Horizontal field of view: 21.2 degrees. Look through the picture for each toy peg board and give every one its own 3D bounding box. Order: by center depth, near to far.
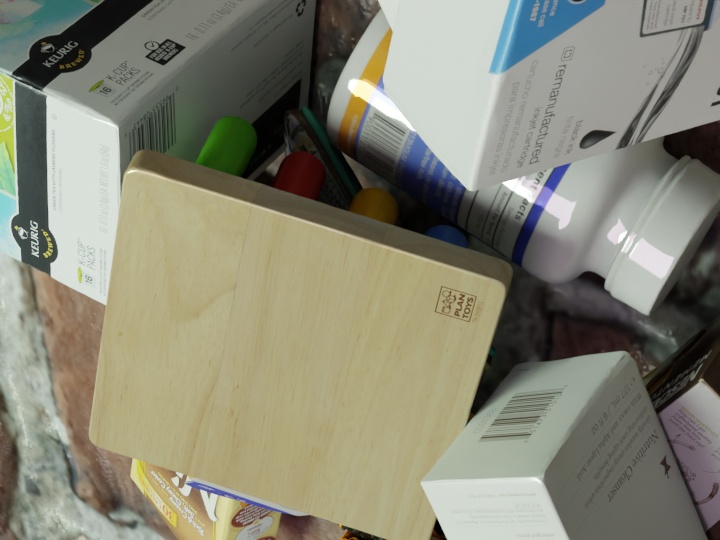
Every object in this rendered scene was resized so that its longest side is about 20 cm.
[{"bbox_3d":[-0.029,0.022,1.037,0.198,0.098,0.201,17,131,3],"label":"toy peg board"}]

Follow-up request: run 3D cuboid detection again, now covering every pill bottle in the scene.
[{"bbox_3d":[0.091,-0.064,1.021,0.199,0.112,0.112,32,136,12],"label":"pill bottle"}]

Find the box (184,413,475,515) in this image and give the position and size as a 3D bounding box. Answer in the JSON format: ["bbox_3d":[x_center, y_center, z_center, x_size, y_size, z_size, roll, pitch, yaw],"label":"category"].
[{"bbox_3d":[-0.012,0.117,1.194,0.199,0.042,0.119,-9,157,34],"label":"box"}]

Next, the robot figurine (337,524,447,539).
[{"bbox_3d":[0.039,0.200,1.129,0.200,0.058,0.146,6,125,63],"label":"robot figurine"}]

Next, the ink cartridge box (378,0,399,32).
[{"bbox_3d":[0.033,-0.221,0.939,0.068,0.115,0.201,-9,116,41],"label":"ink cartridge box"}]

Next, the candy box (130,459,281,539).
[{"bbox_3d":[-0.099,0.107,1.318,0.115,0.055,0.201,47,142,31],"label":"candy box"}]

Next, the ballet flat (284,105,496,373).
[{"bbox_3d":[0.000,0.000,1.094,0.072,0.072,0.201,-14,124,43],"label":"ballet flat"}]

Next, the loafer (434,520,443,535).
[{"bbox_3d":[0.072,0.167,1.198,0.063,0.072,0.200,47,174,-29],"label":"loafer"}]

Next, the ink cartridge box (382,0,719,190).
[{"bbox_3d":[0.122,-0.135,0.863,0.086,0.199,0.147,54,147,35],"label":"ink cartridge box"}]

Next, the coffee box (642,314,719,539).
[{"bbox_3d":[0.182,0.101,1.078,0.080,0.114,0.200,43,138,0],"label":"coffee box"}]

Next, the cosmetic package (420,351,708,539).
[{"bbox_3d":[0.123,0.158,1.004,0.081,0.113,0.201,-8,118,41],"label":"cosmetic package"}]

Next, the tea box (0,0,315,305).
[{"bbox_3d":[-0.159,-0.117,1.105,0.196,0.200,0.134,24,134,20],"label":"tea box"}]
